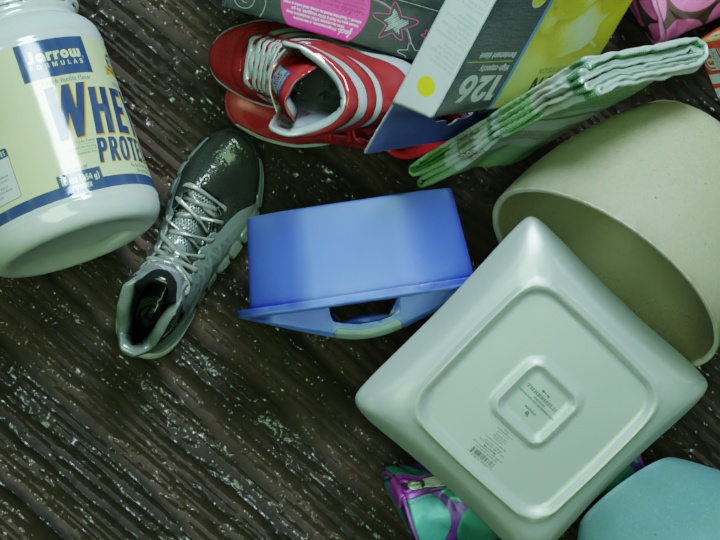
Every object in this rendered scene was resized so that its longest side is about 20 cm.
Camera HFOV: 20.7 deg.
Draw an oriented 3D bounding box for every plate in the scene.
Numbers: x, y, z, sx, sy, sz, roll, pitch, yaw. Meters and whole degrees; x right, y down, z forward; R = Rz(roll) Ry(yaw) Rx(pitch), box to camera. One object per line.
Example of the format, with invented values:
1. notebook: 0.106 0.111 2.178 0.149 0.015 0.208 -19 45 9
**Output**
1. plate: 0.130 0.096 1.479 0.199 0.032 0.200 42 99 -14

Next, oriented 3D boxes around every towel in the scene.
1. towel: 0.147 -0.113 1.462 0.200 0.149 0.031 -30 79 47

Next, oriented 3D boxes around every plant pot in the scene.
1. plant pot: 0.244 0.225 1.519 0.200 0.200 0.135 -37 71 4

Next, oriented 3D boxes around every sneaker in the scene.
1. sneaker: -0.135 -0.016 1.540 0.075 0.116 0.201 25 95 0
2. sneaker: -0.059 -0.144 1.454 0.199 0.112 0.072 16 105 35
3. sneaker: -0.011 -0.129 1.527 0.198 0.116 0.079 2 94 2

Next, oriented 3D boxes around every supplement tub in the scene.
1. supplement tub: -0.250 -0.110 1.514 0.144 0.145 0.201 -21 82 3

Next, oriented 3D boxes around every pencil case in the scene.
1. pencil case: 0.121 0.161 1.556 0.199 0.093 0.085 -23 59 2
2. pencil case: 0.289 -0.254 1.504 0.199 0.091 0.094 -28 61 -7

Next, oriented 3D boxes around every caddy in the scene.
1. caddy: 0.000 0.000 1.525 0.198 0.141 0.106 -8 89 3

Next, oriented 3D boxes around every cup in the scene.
1. cup: 0.221 -0.044 1.505 0.200 0.200 0.143 39 68 -1

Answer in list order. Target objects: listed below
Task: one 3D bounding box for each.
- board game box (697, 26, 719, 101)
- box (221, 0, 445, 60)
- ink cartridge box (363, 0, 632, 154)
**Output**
1. board game box: 0.363 -0.151 1.491 0.199 0.046 0.152 -32 104 -25
2. box: 0.011 -0.243 1.478 0.199 0.115 0.133 15 108 -3
3. ink cartridge box: 0.113 -0.163 1.413 0.047 0.197 0.201 40 119 24
